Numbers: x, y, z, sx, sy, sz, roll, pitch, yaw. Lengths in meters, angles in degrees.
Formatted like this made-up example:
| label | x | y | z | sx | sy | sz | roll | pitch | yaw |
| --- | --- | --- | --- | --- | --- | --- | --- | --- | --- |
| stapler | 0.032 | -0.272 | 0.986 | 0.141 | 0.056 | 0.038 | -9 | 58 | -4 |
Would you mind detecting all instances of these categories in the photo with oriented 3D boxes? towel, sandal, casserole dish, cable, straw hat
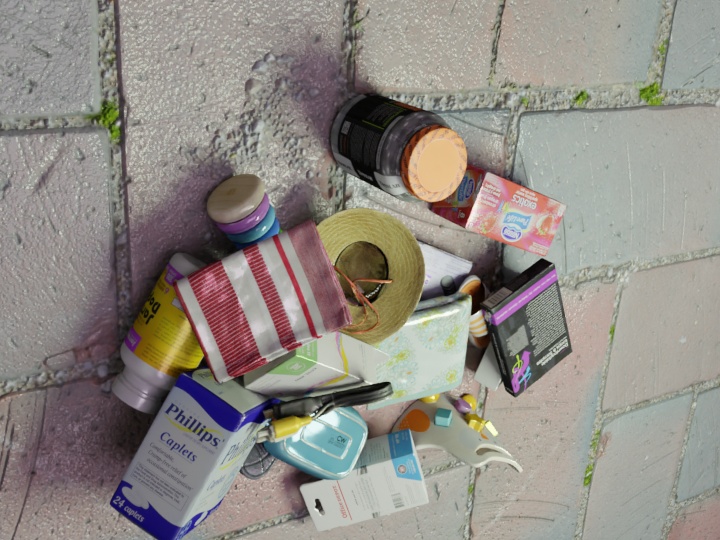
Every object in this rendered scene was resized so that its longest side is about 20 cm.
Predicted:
| label | x | y | z | sx | sy | sz | roll | pitch | yaw |
| --- | --- | --- | --- | --- | --- | --- | --- | --- | --- |
| towel | 0.084 | 0.131 | 1.294 | 0.196 | 0.048 | 0.174 | -12 | 128 | -22 |
| sandal | 0.212 | 0.080 | 1.381 | 0.080 | 0.059 | 0.207 | -53 | 144 | -11 |
| casserole dish | -0.061 | 0.253 | 1.247 | 0.199 | 0.038 | 0.123 | 34 | 77 | -36 |
| towel | -0.123 | 0.041 | 1.035 | 0.197 | 0.023 | 0.147 | -24 | 97 | -2 |
| cable | -0.050 | 0.195 | 1.118 | 0.195 | 0.097 | 0.052 | -11 | 87 | -5 |
| straw hat | 0.000 | 0.000 | 1.195 | 0.196 | 0.085 | 0.206 | 1 | 105 | 2 |

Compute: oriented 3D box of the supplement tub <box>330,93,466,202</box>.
| label | x | y | z | sx | sy | sz | roll | pitch | yaw |
| --- | --- | --- | --- | --- | --- | --- | --- | --- | --- |
| supplement tub | 0.052 | -0.168 | 1.122 | 0.120 | 0.199 | 0.125 | -12 | 116 | -26 |

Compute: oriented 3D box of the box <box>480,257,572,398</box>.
| label | x | y | z | sx | sy | sz | roll | pitch | yaw |
| --- | --- | --- | --- | --- | --- | --- | --- | --- | --- |
| box | 0.285 | 0.099 | 1.375 | 0.142 | 0.036 | 0.203 | -33 | 123 | -18 |

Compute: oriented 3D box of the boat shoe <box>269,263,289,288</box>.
| label | x | y | z | sx | sy | sz | roll | pitch | yaw |
| --- | --- | --- | --- | --- | --- | --- | --- | --- | --- |
| boat shoe | -0.127 | 0.043 | 1.132 | 0.072 | 0.076 | 0.201 | 3 | 145 | -28 |

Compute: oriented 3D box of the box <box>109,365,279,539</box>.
| label | x | y | z | sx | sy | sz | roll | pitch | yaw |
| --- | --- | --- | --- | --- | --- | --- | --- | --- | --- |
| box | -0.219 | 0.242 | 1.116 | 0.104 | 0.184 | 0.203 | 30 | 94 | 8 |

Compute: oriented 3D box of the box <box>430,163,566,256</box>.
| label | x | y | z | sx | sy | sz | roll | pitch | yaw |
| --- | --- | --- | --- | --- | --- | --- | --- | --- | --- |
| box | 0.225 | -0.101 | 1.322 | 0.197 | 0.099 | 0.097 | 15 | 101 | -36 |

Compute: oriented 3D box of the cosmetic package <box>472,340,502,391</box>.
| label | x | y | z | sx | sy | sz | roll | pitch | yaw |
| --- | --- | --- | --- | --- | --- | --- | --- | --- | --- |
| cosmetic package | 0.269 | 0.110 | 1.443 | 0.203 | 0.050 | 0.082 | -65 | 167 | 6 |

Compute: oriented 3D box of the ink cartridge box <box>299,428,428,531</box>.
| label | x | y | z | sx | sy | sz | roll | pitch | yaw |
| --- | --- | --- | --- | --- | --- | --- | --- | --- | --- |
| ink cartridge box | 0.005 | 0.351 | 1.358 | 0.196 | 0.067 | 0.118 | -15 | 120 | 4 |

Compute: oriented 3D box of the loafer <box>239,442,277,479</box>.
| label | x | y | z | sx | sy | sz | roll | pitch | yaw |
| --- | --- | --- | --- | --- | --- | --- | --- | --- | --- |
| loafer | -0.124 | 0.236 | 1.269 | 0.072 | 0.063 | 0.200 | 46 | 68 | -10 |

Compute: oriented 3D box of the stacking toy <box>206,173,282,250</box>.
| label | x | y | z | sx | sy | sz | roll | pitch | yaw |
| --- | --- | --- | --- | --- | --- | --- | --- | --- | --- |
| stacking toy | -0.137 | -0.034 | 1.140 | 0.085 | 0.085 | 0.202 | -37 | 131 | -14 |

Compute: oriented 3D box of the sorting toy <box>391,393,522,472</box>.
| label | x | y | z | sx | sy | sz | roll | pitch | yaw |
| --- | --- | --- | --- | --- | --- | --- | --- | --- | --- |
| sorting toy | 0.189 | 0.296 | 1.408 | 0.197 | 0.179 | 0.109 | 17 | 101 | -36 |

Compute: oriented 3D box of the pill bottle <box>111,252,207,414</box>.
| label | x | y | z | sx | sy | sz | roll | pitch | yaw |
| --- | --- | --- | --- | --- | --- | --- | --- | --- | --- |
| pill bottle | -0.253 | 0.086 | 1.090 | 0.103 | 0.104 | 0.202 | 29 | 92 | -37 |

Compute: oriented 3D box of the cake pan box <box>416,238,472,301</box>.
| label | x | y | z | sx | sy | sz | roll | pitch | yaw |
| --- | --- | --- | --- | --- | --- | --- | --- | --- | --- |
| cake pan box | 0.068 | 0.040 | 1.310 | 0.197 | 0.052 | 0.188 | 17 | 97 | -36 |

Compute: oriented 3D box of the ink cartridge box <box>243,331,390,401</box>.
| label | x | y | z | sx | sy | sz | roll | pitch | yaw |
| --- | --- | --- | --- | --- | --- | --- | --- | --- | --- |
| ink cartridge box | -0.056 | 0.143 | 1.158 | 0.198 | 0.068 | 0.116 | 26 | 135 | -38 |
